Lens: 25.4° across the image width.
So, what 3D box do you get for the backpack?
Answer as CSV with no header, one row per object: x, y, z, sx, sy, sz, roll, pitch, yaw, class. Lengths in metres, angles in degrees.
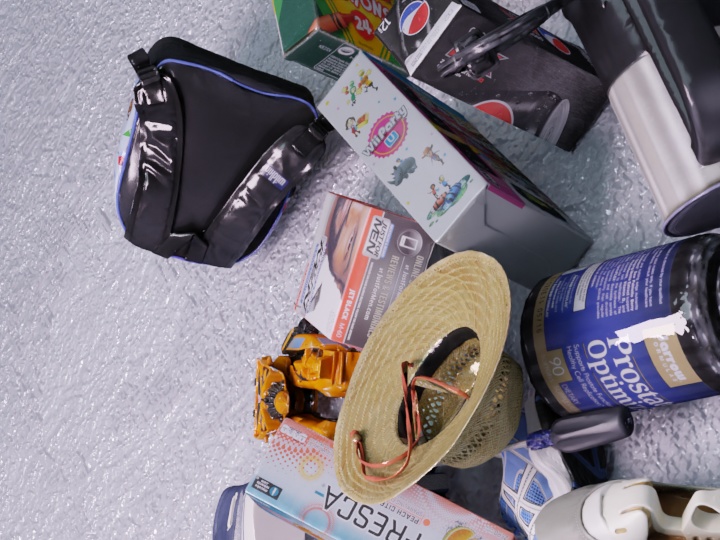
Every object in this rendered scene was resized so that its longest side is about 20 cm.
-0.146,-0.107,1.496,0.154,0.199,0.191,-106,37,-70,backpack

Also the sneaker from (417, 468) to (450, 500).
0.027,0.244,1.288,0.115,0.080,0.200,-34,58,47,sneaker

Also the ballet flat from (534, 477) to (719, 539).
0.212,0.165,1.076,0.199,0.064,0.068,3,53,20,ballet flat

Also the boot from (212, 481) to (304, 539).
-0.091,0.284,1.403,0.090,0.072,0.201,-22,60,57,boot

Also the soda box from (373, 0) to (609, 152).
0.108,-0.161,1.238,0.071,0.199,0.063,-53,46,19,soda box

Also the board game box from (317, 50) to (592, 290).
0.073,-0.078,1.281,0.064,0.147,0.200,-52,47,12,board game box

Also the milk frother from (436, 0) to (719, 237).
0.183,-0.117,1.124,0.199,0.180,0.189,-29,71,23,milk frother

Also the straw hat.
0.071,0.094,1.164,0.201,0.085,0.202,-42,29,31,straw hat

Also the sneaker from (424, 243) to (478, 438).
0.047,0.046,1.320,0.118,0.074,0.201,-25,63,31,sneaker

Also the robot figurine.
-0.045,0.112,1.361,0.200,0.058,0.146,177,96,-68,robot figurine

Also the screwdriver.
0.109,0.132,1.170,0.199,0.028,0.029,-20,24,31,screwdriver

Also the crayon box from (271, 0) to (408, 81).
-0.029,-0.268,1.464,0.051,0.127,0.201,-33,56,33,crayon box

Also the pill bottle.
0.220,0.037,1.124,0.199,0.112,0.113,-17,65,42,pill bottle

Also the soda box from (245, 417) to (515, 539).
0.017,0.189,1.204,0.199,0.064,0.069,26,75,15,soda box

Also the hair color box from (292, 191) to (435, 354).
0.000,0.000,1.327,0.200,0.064,0.112,-154,82,-76,hair color box

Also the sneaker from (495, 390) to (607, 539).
0.151,0.186,1.183,0.077,0.075,0.201,-44,40,35,sneaker
